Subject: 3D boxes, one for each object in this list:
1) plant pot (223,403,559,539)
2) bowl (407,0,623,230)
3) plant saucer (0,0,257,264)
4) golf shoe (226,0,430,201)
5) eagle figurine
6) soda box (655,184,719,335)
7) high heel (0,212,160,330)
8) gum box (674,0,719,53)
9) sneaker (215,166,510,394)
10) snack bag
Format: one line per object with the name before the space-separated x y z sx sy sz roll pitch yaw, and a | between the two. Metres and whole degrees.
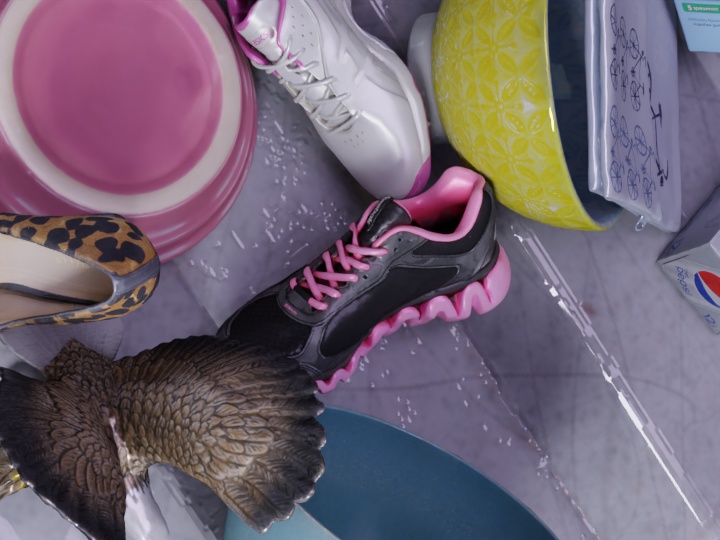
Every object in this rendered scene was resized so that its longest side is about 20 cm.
plant pot | 0.003 0.184 1.193 0.199 0.200 0.135 20 108 -22
bowl | 0.091 -0.120 1.313 0.200 0.107 0.202 -4 90 -68
plant saucer | -0.145 -0.100 1.235 0.199 0.051 0.202 6 76 -26
golf shoe | -0.030 -0.124 1.276 0.091 0.075 0.201 -25 86 -47
eagle figurine | -0.123 0.088 1.123 0.151 0.200 0.152 36 66 -15
soda box | 0.284 -0.052 1.435 0.068 0.063 0.200 49 63 -10
high heel | -0.204 0.007 1.115 0.198 0.143 0.072 -13 102 -10
gum box | 0.240 -0.271 1.403 0.170 0.044 0.201 -54 135 -33
sneaker | 0.000 0.000 1.248 0.199 0.096 0.079 -27 51 -25
snack bag | 0.174 -0.121 1.350 0.200 0.021 0.190 21 67 -66
